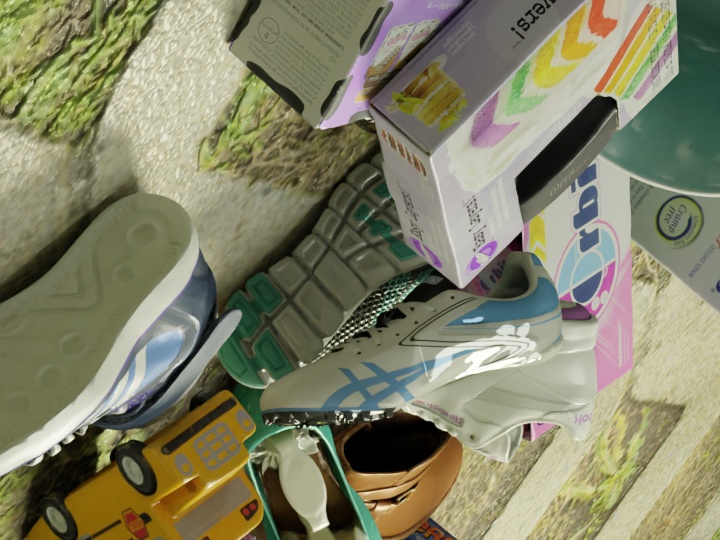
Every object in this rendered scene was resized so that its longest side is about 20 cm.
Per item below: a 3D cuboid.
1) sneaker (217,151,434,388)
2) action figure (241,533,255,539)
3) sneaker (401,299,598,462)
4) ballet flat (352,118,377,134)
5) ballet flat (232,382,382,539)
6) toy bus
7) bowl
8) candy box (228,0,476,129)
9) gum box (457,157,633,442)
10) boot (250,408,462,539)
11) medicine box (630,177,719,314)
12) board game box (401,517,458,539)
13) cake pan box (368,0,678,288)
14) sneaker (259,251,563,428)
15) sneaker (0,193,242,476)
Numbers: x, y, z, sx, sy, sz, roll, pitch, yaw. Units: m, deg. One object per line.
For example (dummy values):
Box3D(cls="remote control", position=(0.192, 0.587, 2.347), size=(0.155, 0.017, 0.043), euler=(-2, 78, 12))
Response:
Box3D(cls="sneaker", position=(0.000, 0.000, 1.619), size=(0.200, 0.078, 0.091), euler=(-38, 162, -6))
Box3D(cls="action figure", position=(-0.090, 0.241, 1.726), size=(0.148, 0.134, 0.200), euler=(-32, -158, 7))
Box3D(cls="sneaker", position=(0.049, 0.071, 1.674), size=(0.075, 0.199, 0.100), euler=(-26, 112, -66))
Box3D(cls="ballet flat", position=(0.063, -0.105, 1.556), size=(0.200, 0.072, 0.072), euler=(-11, 137, -59))
Box3D(cls="ballet flat", position=(-0.031, 0.152, 1.695), size=(0.067, 0.071, 0.201), euler=(-20, 125, 3))
Box3D(cls="toy bus", position=(-0.117, 0.133, 1.517), size=(0.065, 0.079, 0.200), euler=(-34, 180, -35))
Box3D(cls="bowl", position=(0.204, -0.153, 1.636), size=(0.201, 0.200, 0.105), euler=(104, 13, -51))
Box3D(cls="candy box", position=(0.044, -0.181, 1.384), size=(0.167, 0.071, 0.201), euler=(-18, 144, -54))
Box3D(cls="gum box", position=(0.114, -0.010, 1.740), size=(0.113, 0.066, 0.201), euler=(-31, 127, -42))
Box3D(cls="boot", position=(0.021, 0.124, 1.830), size=(0.199, 0.077, 0.155), euler=(-18, 160, -36))
Box3D(cls="medicine box", position=(0.251, -0.040, 1.872), size=(0.103, 0.200, 0.182), euler=(-52, 160, 8))
Box3D(cls="board game box", position=(0.009, 0.253, 1.973), size=(0.034, 0.135, 0.201), euler=(-33, 156, -49))
Box3D(cls="cake pan box", position=(0.091, -0.097, 1.460), size=(0.184, 0.052, 0.200), euler=(-43, 160, -11))
Box3D(cls="sneaker", position=(0.026, 0.042, 1.569), size=(0.199, 0.073, 0.072), euler=(-19, -176, -26))
Box3D(cls="sneaker", position=(-0.146, 0.065, 1.402), size=(0.200, 0.080, 0.147), euler=(-47, 156, -24))
